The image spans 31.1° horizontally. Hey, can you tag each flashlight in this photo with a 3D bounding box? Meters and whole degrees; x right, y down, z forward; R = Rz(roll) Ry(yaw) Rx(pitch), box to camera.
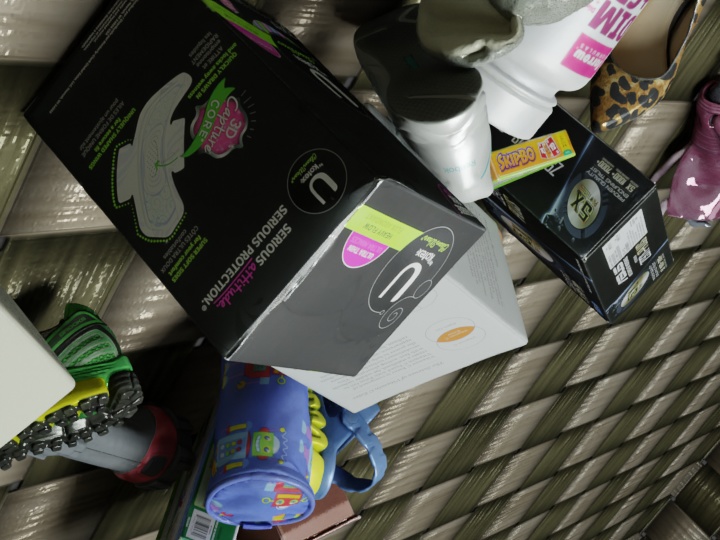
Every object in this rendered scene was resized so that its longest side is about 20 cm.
[{"bbox_3d":[-0.195,0.115,0.944,0.068,0.068,0.200,-10,159,21],"label":"flashlight"}]

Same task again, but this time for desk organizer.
[{"bbox_3d":[-0.074,0.199,1.151,0.072,0.077,0.200,-23,178,-19],"label":"desk organizer"}]

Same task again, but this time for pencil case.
[{"bbox_3d":[-0.070,0.097,0.958,0.078,0.200,0.087,2,136,-2],"label":"pencil case"}]

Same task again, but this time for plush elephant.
[{"bbox_3d":[0.085,-0.210,0.760,0.165,0.155,0.200,-38,154,-14],"label":"plush elephant"}]

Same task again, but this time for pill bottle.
[{"bbox_3d":[0.141,-0.200,0.913,0.200,0.113,0.113,-54,154,20],"label":"pill bottle"}]

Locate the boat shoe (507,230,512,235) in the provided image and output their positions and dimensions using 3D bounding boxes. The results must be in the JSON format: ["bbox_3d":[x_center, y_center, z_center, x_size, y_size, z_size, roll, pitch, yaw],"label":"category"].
[{"bbox_3d":[0.219,-0.046,1.331,0.076,0.072,0.200,-64,155,3],"label":"boat shoe"}]

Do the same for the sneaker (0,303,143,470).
[{"bbox_3d":[-0.243,0.085,0.813,0.200,0.085,0.078,-20,156,-15],"label":"sneaker"}]

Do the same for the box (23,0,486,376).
[{"bbox_3d":[-0.057,-0.055,0.724,0.124,0.200,0.148,-48,154,13],"label":"box"}]

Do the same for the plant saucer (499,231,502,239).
[{"bbox_3d":[0.048,0.024,1.203,0.200,0.037,0.200,-36,153,-21],"label":"plant saucer"}]

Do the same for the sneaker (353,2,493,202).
[{"bbox_3d":[0.041,-0.111,0.826,0.070,0.200,0.080,-17,124,5],"label":"sneaker"}]

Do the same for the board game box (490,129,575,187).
[{"bbox_3d":[0.064,-0.060,1.014,0.095,0.030,0.200,-20,176,-43],"label":"board game box"}]

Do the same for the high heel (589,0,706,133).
[{"bbox_3d":[0.252,-0.218,1.095,0.200,0.071,0.143,-54,165,-20],"label":"high heel"}]

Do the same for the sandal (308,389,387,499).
[{"bbox_3d":[-0.024,0.107,1.056,0.087,0.200,0.080,17,140,-20],"label":"sandal"}]

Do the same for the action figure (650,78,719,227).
[{"bbox_3d":[0.386,-0.155,1.421,0.149,0.134,0.200,-2,136,7],"label":"action figure"}]

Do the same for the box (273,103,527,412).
[{"bbox_3d":[0.000,0.000,0.898,0.152,0.106,0.200,-24,147,21],"label":"box"}]

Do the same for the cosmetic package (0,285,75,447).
[{"bbox_3d":[-0.235,0.013,0.676,0.073,0.104,0.200,-40,154,-9],"label":"cosmetic package"}]

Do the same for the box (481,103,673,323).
[{"bbox_3d":[0.178,-0.059,1.127,0.086,0.164,0.200,-45,156,0],"label":"box"}]

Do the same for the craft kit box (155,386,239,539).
[{"bbox_3d":[-0.130,0.196,1.038,0.200,0.048,0.198,-76,-166,-48],"label":"craft kit box"}]
